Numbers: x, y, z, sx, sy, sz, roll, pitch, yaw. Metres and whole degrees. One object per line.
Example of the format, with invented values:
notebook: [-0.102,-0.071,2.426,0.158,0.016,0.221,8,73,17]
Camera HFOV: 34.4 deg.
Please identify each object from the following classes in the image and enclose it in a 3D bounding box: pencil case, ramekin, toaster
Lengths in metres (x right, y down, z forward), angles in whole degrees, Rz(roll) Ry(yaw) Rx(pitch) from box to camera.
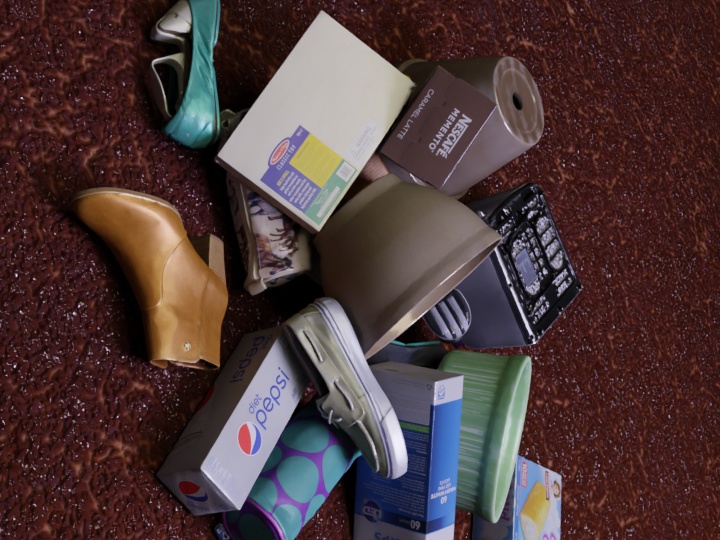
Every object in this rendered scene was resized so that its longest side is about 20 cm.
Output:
pencil case: [-0.107,-0.076,1.247,0.089,0.078,0.200,-8,85,-46]
pencil case: [-0.063,0.211,1.203,0.200,0.085,0.093,-47,135,-49]
ramekin: [0.134,0.190,1.384,0.200,0.097,0.200,11,90,-76]
toaster: [0.191,-0.012,1.560,0.181,0.119,0.200,-40,110,-50]

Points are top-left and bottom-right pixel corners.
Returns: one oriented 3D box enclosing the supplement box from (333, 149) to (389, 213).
supplement box: [-0.025,-0.133,1.317,0.069,0.067,0.200,-41,123,-13]

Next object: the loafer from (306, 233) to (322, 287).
loafer: [0.000,0.000,1.361,0.200,0.068,0.076,43,48,-34]

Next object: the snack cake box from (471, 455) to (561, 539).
snack cake box: [0.201,0.350,1.499,0.115,0.067,0.200,28,58,-42]

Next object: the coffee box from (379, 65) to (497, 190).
coffee box: [0.084,-0.159,1.322,0.080,0.114,0.200,34,6,-2]

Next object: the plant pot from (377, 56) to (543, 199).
plant pot: [0.135,-0.196,1.508,0.200,0.173,0.200,22,61,-46]

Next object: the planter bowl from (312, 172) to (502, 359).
planter bowl: [0.033,-0.017,1.249,0.135,0.200,0.200,48,39,8]

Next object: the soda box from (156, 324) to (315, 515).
soda box: [-0.119,0.147,1.167,0.063,0.068,0.200,53,44,-24]

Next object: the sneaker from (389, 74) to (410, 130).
sneaker: [0.023,-0.203,1.357,0.070,0.090,0.200,55,-3,-10]

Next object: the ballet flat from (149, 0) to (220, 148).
ballet flat: [-0.184,-0.225,1.214,0.070,0.067,0.200,9,69,-34]

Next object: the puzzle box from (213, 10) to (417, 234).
puzzle box: [-0.046,-0.156,1.221,0.133,0.025,0.200,37,74,-11]

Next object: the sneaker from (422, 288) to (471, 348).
sneaker: [0.072,0.007,1.455,0.088,0.074,0.200,77,-11,-70]

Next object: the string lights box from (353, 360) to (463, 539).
string lights box: [0.051,0.209,1.288,0.059,0.103,0.200,-6,102,-52]

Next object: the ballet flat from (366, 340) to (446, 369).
ballet flat: [0.039,0.113,1.376,0.200,0.073,0.073,9,72,-52]

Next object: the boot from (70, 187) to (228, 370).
boot: [-0.197,0.015,1.111,0.201,0.071,0.144,28,55,-49]

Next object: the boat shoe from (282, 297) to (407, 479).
boat shoe: [-0.017,0.127,1.194,0.062,0.072,0.200,-25,86,-21]
